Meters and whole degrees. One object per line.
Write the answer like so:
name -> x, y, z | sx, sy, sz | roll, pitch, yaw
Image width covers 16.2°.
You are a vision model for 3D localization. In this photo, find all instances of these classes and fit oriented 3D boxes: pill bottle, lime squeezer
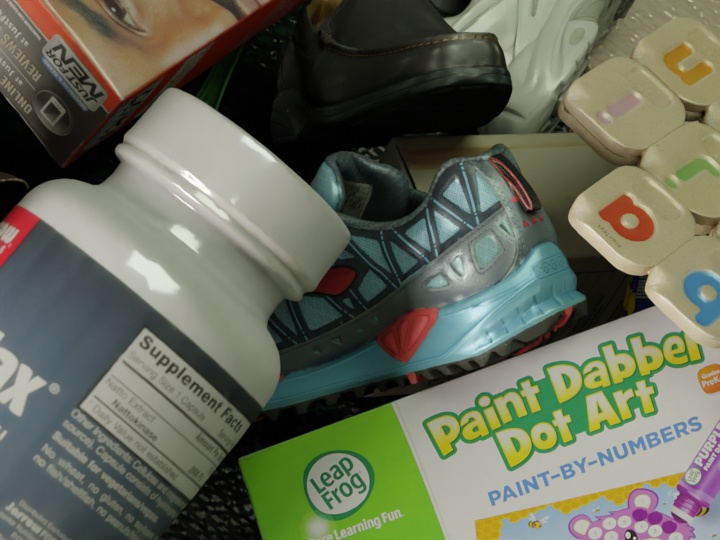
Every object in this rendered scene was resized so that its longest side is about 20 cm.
pill bottle -> -0.100, 0.036, 0.931 | 0.120, 0.120, 0.200 | 38, 82, 7
lime squeezer -> -0.075, -0.066, 1.117 | 0.038, 0.071, 0.200 | 12, 20, 0

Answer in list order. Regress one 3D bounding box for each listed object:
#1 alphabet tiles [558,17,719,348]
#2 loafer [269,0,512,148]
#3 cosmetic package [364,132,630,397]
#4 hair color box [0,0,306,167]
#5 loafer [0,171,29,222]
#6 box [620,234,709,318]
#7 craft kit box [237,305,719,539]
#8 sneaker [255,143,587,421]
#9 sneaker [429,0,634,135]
alphabet tiles -> 0.175, -0.019, 1.002 | 0.200, 0.015, 0.195 | 44, 44, 12
loafer -> 0.007, -0.093, 1.082 | 0.073, 0.200, 0.073 | -1, 90, -23
cosmetic package -> 0.095, -0.005, 1.120 | 0.200, 0.105, 0.071 | -2, 54, -27
hair color box -> -0.084, -0.141, 1.064 | 0.111, 0.064, 0.200 | 50, 49, 0
loafer -> -0.167, -0.026, 1.036 | 0.200, 0.071, 0.073 | 34, 48, 3
box -> 0.140, 0.070, 1.040 | 0.070, 0.064, 0.201 | 13, 87, -17
craft kit box -> 0.076, 0.131, 0.959 | 0.200, 0.049, 0.198 | -21, 68, 4
sneaker -> 0.000, 0.000, 1.014 | 0.079, 0.200, 0.096 | -19, 92, -53
sneaker -> 0.084, -0.146, 1.243 | 0.099, 0.078, 0.200 | 30, 47, 4
